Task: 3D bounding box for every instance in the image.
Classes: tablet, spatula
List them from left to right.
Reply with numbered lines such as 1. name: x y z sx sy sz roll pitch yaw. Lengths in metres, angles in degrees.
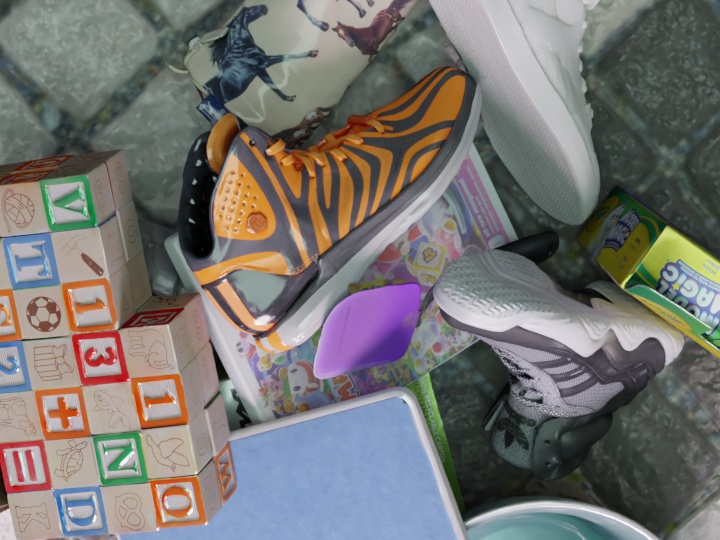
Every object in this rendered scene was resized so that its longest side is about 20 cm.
1. tablet: -0.041 0.146 1.427 0.199 0.014 0.131 -16 104 18
2. spatula: 0.049 0.011 1.439 0.021 0.200 0.057 33 128 28

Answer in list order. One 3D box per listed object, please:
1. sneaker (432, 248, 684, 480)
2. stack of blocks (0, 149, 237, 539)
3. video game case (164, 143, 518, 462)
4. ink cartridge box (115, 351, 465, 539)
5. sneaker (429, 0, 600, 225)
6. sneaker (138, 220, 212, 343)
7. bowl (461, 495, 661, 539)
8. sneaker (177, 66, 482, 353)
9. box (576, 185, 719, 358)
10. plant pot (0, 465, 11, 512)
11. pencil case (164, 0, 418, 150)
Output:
1. sneaker: 0.098 0.059 1.453 0.199 0.075 0.114 13 113 -47
2. stack of blocks: -0.145 0.040 1.383 0.114 0.059 0.201 -7 103 17
3. video game case: 0.000 0.000 1.458 0.199 0.018 0.144 -31 102 -25
4. ink cartridge box: -0.047 0.119 1.495 0.199 0.076 0.149 -15 101 2
5. sneaker: 0.118 -0.131 1.456 0.116 0.073 0.201 -44 129 -24
6. sneaker: -0.158 0.027 1.475 0.199 0.078 0.113 21 109 -4
7. bowl: 0.100 0.212 1.498 0.199 0.105 0.202 -1 106 -5
8. sneaker: -0.021 -0.061 1.397 0.112 0.077 0.200 46 68 -19
9. box: 0.191 0.012 1.422 0.117 0.200 0.048 35 98 -8
10. plant pot: -0.312 0.075 1.438 0.186 0.187 0.201 -23 87 2
11. pencil case: -0.018 -0.160 1.444 0.089 0.078 0.200 37 97 -23
